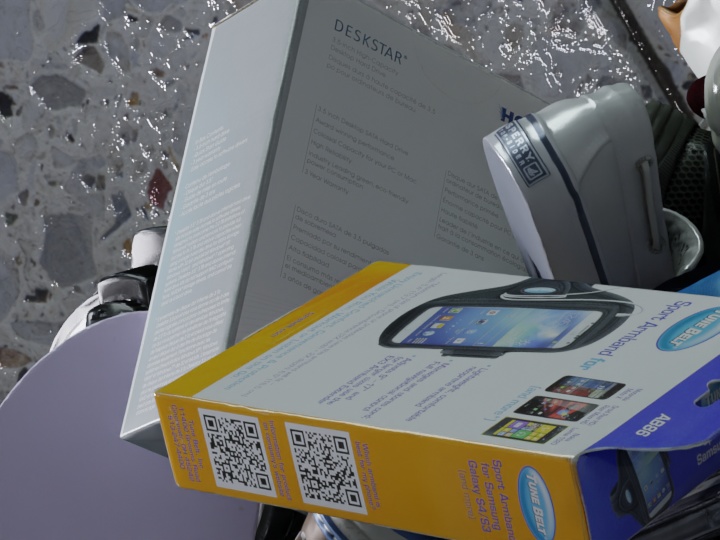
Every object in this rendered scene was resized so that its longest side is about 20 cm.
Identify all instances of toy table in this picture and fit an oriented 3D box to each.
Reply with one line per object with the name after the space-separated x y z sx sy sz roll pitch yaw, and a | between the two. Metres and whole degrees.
-0.116 0.121 1.133 0.200 0.184 0.117 -59 4 -10 | toy table

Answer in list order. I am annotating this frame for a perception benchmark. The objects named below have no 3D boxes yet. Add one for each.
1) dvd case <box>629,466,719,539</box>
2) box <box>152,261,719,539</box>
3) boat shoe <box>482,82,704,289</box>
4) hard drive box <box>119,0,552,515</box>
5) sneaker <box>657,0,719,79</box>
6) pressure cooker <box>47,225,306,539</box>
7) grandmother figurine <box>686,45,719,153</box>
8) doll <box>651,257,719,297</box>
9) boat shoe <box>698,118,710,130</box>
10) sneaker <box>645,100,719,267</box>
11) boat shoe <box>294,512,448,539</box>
0.121 0.064 0.880 0.149 0.016 0.200 -30 0 43 | dvd case
0.045 0.042 0.821 0.200 0.042 0.119 9 28 41 | box
0.104 0.005 0.991 0.065 0.074 0.200 -28 -35 -2 | boat shoe
0.000 0.000 1.095 0.077 0.156 0.200 -23 48 51 | hard drive box
0.197 -0.164 1.189 0.073 0.085 0.200 -23 -25 -44 | sneaker
-0.067 0.078 1.327 0.200 0.176 0.179 -14 -32 -51 | pressure cooker
0.182 -0.058 0.999 0.121 0.061 0.200 7 -2 26 | grandmother figurine
0.157 0.007 0.933 0.200 0.049 0.136 -26 -15 1 | doll
0.142 -0.010 1.160 0.069 0.071 0.200 -2 -35 -13 | boat shoe
0.142 0.026 1.092 0.076 0.114 0.200 -54 -14 -42 | sneaker
0.018 0.090 0.941 0.072 0.072 0.200 -51 -16 17 | boat shoe
